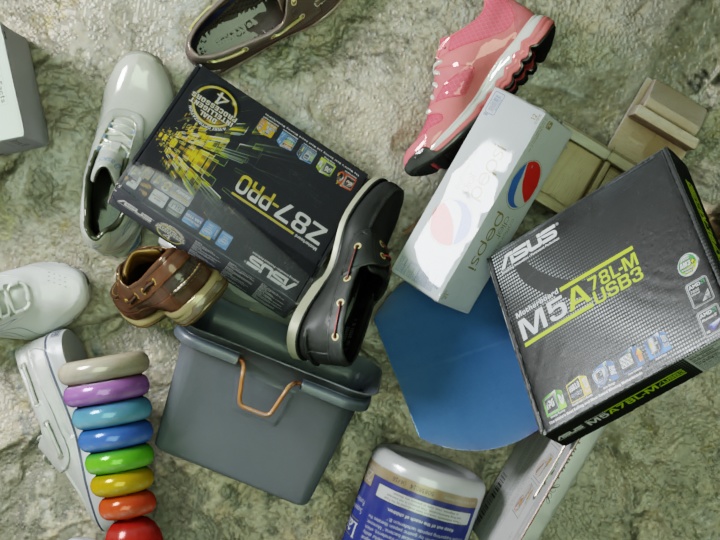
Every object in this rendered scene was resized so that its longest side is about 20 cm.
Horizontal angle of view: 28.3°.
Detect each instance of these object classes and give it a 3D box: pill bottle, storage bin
[{"bbox_3d":[0.036,0.276,1.358,0.115,0.116,0.201,19,91,-1],"label":"pill bottle"},{"bbox_3d":[-0.096,0.129,1.349,0.199,0.146,0.135,21,102,-1],"label":"storage bin"}]

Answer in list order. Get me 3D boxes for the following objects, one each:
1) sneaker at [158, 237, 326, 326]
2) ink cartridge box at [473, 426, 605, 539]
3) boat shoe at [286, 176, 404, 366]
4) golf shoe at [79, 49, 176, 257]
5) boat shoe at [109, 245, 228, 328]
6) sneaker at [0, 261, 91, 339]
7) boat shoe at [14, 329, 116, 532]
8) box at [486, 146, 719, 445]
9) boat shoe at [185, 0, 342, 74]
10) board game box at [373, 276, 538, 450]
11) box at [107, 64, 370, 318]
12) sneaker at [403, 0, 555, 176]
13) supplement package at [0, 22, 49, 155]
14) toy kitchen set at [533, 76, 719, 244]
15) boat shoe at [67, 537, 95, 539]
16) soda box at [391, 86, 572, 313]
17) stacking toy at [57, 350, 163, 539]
[{"bbox_3d":[-0.094,-0.008,1.378,0.199,0.075,0.089,26,78,-5],"label":"sneaker"},{"bbox_3d":[0.180,0.182,1.324,0.045,0.176,0.201,30,92,-6],"label":"ink cartridge box"},{"bbox_3d":[0.001,0.002,1.323,0.063,0.074,0.202,11,59,26],"label":"boat shoe"},{"bbox_3d":[-0.222,-0.112,1.352,0.078,0.097,0.201,9,91,1],"label":"golf shoe"},{"bbox_3d":[-0.188,0.006,1.310,0.068,0.200,0.072,47,69,-18],"label":"boat shoe"},{"bbox_3d":[-0.356,0.037,1.362,0.199,0.087,0.075,-11,90,-1],"label":"sneaker"},{"bbox_3d":[-0.280,0.160,1.377,0.065,0.072,0.201,-18,95,11],"label":"boat shoe"},{"bbox_3d":[0.219,0.023,1.234,0.199,0.047,0.194,-32,53,26],"label":"box"},{"bbox_3d":[-0.082,-0.257,1.364,0.199,0.060,0.072,-33,91,1],"label":"boat shoe"},{"bbox_3d":[0.108,0.085,1.369,0.157,0.039,0.201,-18,61,-7],"label":"board game box"},{"bbox_3d":[-0.111,-0.075,1.335,0.199,0.049,0.162,34,62,-7],"label":"box"},{"bbox_3d":[0.097,-0.179,1.374,0.087,0.074,0.200,40,89,14],"label":"sneaker"},{"bbox_3d":[-0.409,-0.153,1.340,0.199,0.114,0.110,-12,91,1],"label":"supplement package"},{"bbox_3d":[0.279,-0.093,1.313,0.199,0.180,0.164,30,91,-1],"label":"toy kitchen set"},{"bbox_3d":[-0.205,0.310,1.380,0.199,0.071,0.073,11,92,-1],"label":"boat shoe"},{"bbox_3d":[0.114,-0.065,1.338,0.064,0.068,0.201,34,97,33],"label":"soda box"},{"bbox_3d":[-0.223,0.179,1.320,0.085,0.085,0.201,-9,89,0],"label":"stacking toy"}]
